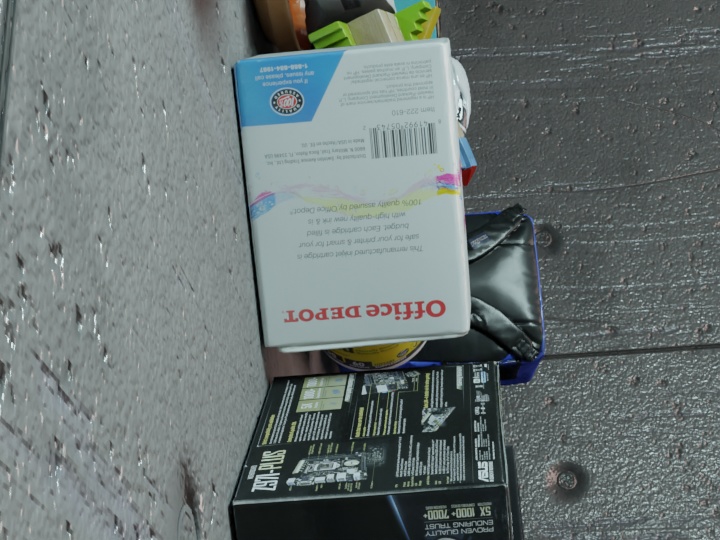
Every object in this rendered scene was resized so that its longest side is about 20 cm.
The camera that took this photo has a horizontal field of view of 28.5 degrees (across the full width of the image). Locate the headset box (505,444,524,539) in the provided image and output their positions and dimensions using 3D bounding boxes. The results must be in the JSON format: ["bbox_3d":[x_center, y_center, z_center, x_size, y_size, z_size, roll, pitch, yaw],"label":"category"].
[{"bbox_3d":[0.054,0.235,1.213,0.200,0.173,0.093,-85,169,-67],"label":"headset box"}]

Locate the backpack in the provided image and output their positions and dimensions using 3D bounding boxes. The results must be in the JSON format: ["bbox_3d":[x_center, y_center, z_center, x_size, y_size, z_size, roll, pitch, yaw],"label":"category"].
[{"bbox_3d":[0.065,0.043,1.367,0.168,0.199,0.163,98,-11,-65],"label":"backpack"}]

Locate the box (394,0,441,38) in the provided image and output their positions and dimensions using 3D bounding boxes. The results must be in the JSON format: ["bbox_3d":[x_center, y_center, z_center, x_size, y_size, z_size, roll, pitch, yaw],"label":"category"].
[{"bbox_3d":[0.056,-0.173,1.379,0.082,0.049,0.201,66,22,-72],"label":"box"}]

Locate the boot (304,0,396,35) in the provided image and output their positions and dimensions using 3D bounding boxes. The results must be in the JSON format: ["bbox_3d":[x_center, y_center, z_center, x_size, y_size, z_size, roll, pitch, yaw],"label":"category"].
[{"bbox_3d":[-0.016,-0.237,1.050,0.200,0.073,0.096,102,-24,-84],"label":"boot"}]

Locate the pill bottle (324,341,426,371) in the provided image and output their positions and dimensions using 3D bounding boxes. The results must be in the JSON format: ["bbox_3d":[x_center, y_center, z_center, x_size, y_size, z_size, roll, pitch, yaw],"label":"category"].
[{"bbox_3d":[0.000,0.000,1.149,0.200,0.111,0.112,73,14,-65],"label":"pill bottle"}]

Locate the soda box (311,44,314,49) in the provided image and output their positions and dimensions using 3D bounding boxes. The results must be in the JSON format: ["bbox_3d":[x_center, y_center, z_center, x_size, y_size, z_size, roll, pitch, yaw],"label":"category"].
[{"bbox_3d":[-0.023,-0.270,1.236,0.063,0.070,0.201,-40,-134,53],"label":"soda box"}]

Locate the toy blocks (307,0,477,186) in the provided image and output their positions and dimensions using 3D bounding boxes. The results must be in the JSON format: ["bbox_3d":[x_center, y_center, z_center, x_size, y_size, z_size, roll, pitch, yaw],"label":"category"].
[{"bbox_3d":[0.035,-0.123,1.094,0.137,0.100,0.200,68,15,1],"label":"toy blocks"}]

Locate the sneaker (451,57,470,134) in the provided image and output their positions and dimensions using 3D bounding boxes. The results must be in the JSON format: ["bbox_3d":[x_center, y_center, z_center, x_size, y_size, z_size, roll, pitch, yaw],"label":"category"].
[{"bbox_3d":[0.020,-0.112,1.254,0.115,0.075,0.201,25,87,-41],"label":"sneaker"}]

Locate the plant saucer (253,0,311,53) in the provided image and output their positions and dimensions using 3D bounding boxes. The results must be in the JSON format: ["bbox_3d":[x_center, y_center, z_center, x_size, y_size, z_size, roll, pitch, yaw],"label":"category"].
[{"bbox_3d":[-0.065,-0.261,1.082,0.200,0.032,0.202,-3,90,-85],"label":"plant saucer"}]

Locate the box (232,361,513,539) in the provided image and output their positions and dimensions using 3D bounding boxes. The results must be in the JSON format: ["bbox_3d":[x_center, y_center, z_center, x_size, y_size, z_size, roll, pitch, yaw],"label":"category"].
[{"bbox_3d":[0.015,0.138,0.912,0.200,0.163,0.087,-80,165,-73],"label":"box"}]

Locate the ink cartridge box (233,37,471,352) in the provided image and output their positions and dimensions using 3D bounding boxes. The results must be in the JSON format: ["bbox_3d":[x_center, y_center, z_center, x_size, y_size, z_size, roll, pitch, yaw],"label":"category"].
[{"bbox_3d":[-0.001,-0.053,0.982,0.085,0.144,0.201,-66,152,-78],"label":"ink cartridge box"}]
